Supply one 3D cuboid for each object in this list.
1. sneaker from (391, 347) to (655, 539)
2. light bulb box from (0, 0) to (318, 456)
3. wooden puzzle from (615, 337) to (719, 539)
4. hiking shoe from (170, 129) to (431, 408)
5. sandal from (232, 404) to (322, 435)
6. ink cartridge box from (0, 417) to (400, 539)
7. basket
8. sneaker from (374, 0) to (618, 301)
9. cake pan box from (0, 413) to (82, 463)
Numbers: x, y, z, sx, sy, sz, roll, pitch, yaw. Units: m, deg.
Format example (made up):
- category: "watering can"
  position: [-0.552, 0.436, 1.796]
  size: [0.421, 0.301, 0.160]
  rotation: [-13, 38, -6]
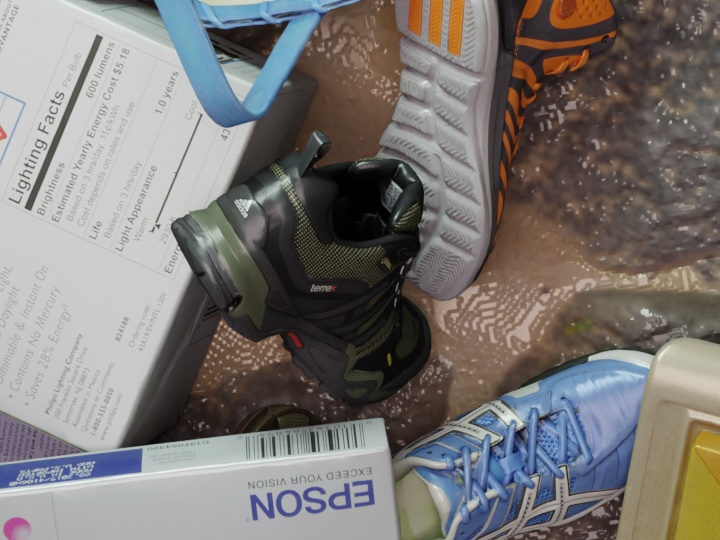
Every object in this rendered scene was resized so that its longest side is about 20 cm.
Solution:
- category: "sneaker"
  position: [0.068, 0.103, 1.305]
  size: [0.200, 0.077, 0.076]
  rotation: [-30, 88, 10]
- category: "light bulb box"
  position: [-0.156, -0.042, 1.306]
  size: [0.200, 0.125, 0.198]
  rotation: [25, 99, 7]
- category: "wooden puzzle"
  position: [0.211, 0.146, 1.275]
  size: [0.185, 0.037, 0.200]
  rotation: [15, 114, 14]
- category: "hiking shoe"
  position: [0.000, 0.000, 1.250]
  size: [0.101, 0.200, 0.076]
  rotation: [-37, 63, 12]
- category: "sandal"
  position: [-0.087, 0.152, 1.339]
  size: [0.055, 0.082, 0.200]
  rotation: [23, 84, 49]
- category: "ink cartridge box"
  position: [-0.074, 0.176, 1.266]
  size: [0.196, 0.043, 0.200]
  rotation: [-8, 109, -2]
- category: "basket"
  position: [-0.057, -0.178, 1.206]
  size: [0.139, 0.200, 0.176]
  rotation: [-13, 113, 24]
- category: "sneaker"
  position: [0.071, -0.081, 1.290]
  size: [0.078, 0.112, 0.200]
  rotation: [36, 136, 30]
- category: "cake pan box"
  position: [-0.222, 0.159, 1.354]
  size: [0.184, 0.052, 0.200]
  rotation: [8, 89, 16]
